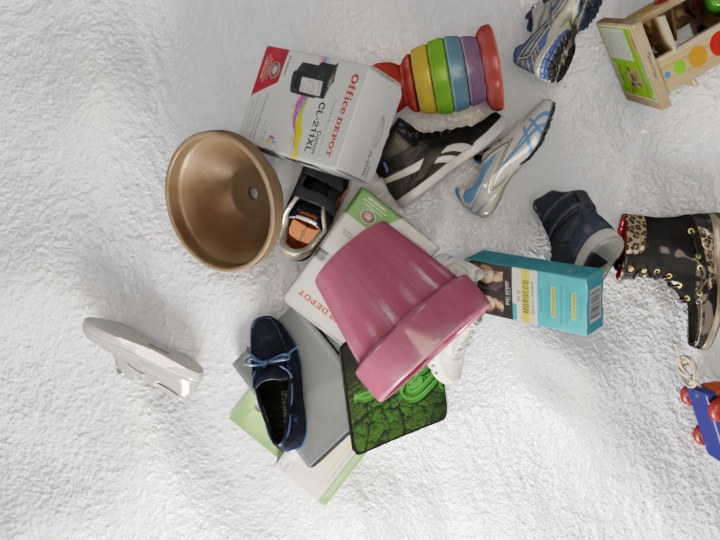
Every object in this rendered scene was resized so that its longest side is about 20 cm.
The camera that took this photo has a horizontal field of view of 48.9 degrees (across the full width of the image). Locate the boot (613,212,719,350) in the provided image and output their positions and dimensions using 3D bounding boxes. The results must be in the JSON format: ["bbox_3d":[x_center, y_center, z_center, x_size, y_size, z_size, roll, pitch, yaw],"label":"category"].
[{"bbox_3d":[0.450,0.010,1.159,0.148,0.073,0.203,5,92,1],"label":"boot"}]

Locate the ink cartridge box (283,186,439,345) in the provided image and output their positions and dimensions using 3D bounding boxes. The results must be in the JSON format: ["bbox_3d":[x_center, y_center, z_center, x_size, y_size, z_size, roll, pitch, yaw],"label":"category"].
[{"bbox_3d":[0.000,0.000,1.172,0.146,0.083,0.201,38,95,-2],"label":"ink cartridge box"}]

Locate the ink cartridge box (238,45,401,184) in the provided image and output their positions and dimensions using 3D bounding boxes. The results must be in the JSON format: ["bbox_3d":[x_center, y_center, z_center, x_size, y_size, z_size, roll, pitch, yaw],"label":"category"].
[{"bbox_3d":[-0.059,-0.220,1.104,0.199,0.082,0.147,21,93,36],"label":"ink cartridge box"}]

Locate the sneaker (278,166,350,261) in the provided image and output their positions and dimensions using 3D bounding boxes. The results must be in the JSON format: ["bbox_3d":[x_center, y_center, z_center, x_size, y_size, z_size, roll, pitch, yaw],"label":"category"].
[{"bbox_3d":[-0.064,-0.107,1.169,0.078,0.079,0.202,19,94,1],"label":"sneaker"}]

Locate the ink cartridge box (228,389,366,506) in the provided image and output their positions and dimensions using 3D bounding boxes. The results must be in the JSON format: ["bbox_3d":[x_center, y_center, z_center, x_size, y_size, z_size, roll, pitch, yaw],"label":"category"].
[{"bbox_3d":[-0.088,0.241,1.217,0.199,0.048,0.146,38,95,-3],"label":"ink cartridge box"}]

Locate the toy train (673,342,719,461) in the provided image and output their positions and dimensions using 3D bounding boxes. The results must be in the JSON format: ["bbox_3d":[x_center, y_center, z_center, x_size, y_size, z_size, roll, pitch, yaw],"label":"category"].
[{"bbox_3d":[0.538,0.172,1.159,0.115,0.085,0.202,-24,104,-7],"label":"toy train"}]

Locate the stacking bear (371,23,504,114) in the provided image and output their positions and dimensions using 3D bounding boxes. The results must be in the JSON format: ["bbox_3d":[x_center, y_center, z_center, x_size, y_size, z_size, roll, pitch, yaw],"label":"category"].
[{"bbox_3d":[0.099,-0.274,1.135,0.197,0.114,0.123,-11,95,8],"label":"stacking bear"}]

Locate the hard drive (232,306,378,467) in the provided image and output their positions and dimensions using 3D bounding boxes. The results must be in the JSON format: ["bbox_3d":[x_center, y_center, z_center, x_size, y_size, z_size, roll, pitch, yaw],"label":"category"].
[{"bbox_3d":[-0.084,0.170,1.184,0.139,0.033,0.200,-43,71,6],"label":"hard drive"}]

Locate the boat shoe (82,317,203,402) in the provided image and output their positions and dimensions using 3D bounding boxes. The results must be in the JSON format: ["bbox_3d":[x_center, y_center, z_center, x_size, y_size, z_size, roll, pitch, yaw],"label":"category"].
[{"bbox_3d":[-0.340,0.138,1.212,0.198,0.072,0.069,26,96,-9],"label":"boat shoe"}]

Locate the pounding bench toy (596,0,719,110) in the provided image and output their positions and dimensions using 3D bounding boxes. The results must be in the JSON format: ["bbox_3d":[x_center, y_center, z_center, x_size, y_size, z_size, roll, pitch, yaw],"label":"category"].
[{"bbox_3d":[0.421,-0.353,1.079,0.155,0.124,0.201,-29,109,4],"label":"pounding bench toy"}]

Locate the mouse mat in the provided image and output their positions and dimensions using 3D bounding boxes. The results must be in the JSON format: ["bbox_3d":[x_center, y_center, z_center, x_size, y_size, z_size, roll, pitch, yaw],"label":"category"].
[{"bbox_3d":[0.053,0.165,1.157,0.199,0.007,0.163,-13,97,-41],"label":"mouse mat"}]

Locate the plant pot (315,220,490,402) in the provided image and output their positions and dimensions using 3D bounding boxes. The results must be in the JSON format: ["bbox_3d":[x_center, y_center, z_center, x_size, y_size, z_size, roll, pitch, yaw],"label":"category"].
[{"bbox_3d":[0.043,0.042,1.049,0.200,0.200,0.179,-42,79,5],"label":"plant pot"}]

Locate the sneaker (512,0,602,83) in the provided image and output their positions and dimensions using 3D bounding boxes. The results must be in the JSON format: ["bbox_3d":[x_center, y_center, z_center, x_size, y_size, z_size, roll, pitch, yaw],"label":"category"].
[{"bbox_3d":[0.280,-0.368,1.130,0.085,0.077,0.201,24,77,31],"label":"sneaker"}]

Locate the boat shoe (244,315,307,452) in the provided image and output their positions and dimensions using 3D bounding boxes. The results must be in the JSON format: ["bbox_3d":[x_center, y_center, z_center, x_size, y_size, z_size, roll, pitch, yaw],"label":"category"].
[{"bbox_3d":[-0.118,0.157,1.142,0.083,0.069,0.202,-25,72,12],"label":"boat shoe"}]

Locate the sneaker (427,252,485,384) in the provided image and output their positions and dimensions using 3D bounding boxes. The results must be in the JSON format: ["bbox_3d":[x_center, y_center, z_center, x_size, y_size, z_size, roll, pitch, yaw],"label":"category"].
[{"bbox_3d":[0.140,0.078,1.156,0.080,0.075,0.203,11,115,33],"label":"sneaker"}]

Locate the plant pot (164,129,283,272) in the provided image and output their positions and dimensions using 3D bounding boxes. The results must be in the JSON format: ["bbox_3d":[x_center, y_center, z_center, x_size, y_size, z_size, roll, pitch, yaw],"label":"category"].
[{"bbox_3d":[-0.180,-0.106,1.148,0.199,0.092,0.203,10,111,28],"label":"plant pot"}]

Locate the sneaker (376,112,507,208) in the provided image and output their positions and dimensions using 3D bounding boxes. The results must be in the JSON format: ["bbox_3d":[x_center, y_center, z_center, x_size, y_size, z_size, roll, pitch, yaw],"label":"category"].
[{"bbox_3d":[0.107,-0.193,1.155,0.199,0.073,0.112,-37,94,6],"label":"sneaker"}]

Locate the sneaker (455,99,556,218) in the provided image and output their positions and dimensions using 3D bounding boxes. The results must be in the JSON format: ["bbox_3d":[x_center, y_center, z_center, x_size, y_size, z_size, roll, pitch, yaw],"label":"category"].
[{"bbox_3d":[0.214,-0.172,1.156,0.072,0.072,0.201,37,93,6],"label":"sneaker"}]

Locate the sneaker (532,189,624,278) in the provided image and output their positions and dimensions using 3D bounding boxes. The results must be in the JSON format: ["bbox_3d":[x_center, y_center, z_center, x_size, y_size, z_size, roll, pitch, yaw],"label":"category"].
[{"bbox_3d":[0.296,-0.026,1.165,0.076,0.147,0.204,-4,138,-25],"label":"sneaker"}]

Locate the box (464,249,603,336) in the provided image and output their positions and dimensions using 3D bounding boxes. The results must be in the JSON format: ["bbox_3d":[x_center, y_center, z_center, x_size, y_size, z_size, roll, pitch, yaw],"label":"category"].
[{"bbox_3d":[0.241,0.028,1.117,0.199,0.049,0.083,11,112,43],"label":"box"}]
